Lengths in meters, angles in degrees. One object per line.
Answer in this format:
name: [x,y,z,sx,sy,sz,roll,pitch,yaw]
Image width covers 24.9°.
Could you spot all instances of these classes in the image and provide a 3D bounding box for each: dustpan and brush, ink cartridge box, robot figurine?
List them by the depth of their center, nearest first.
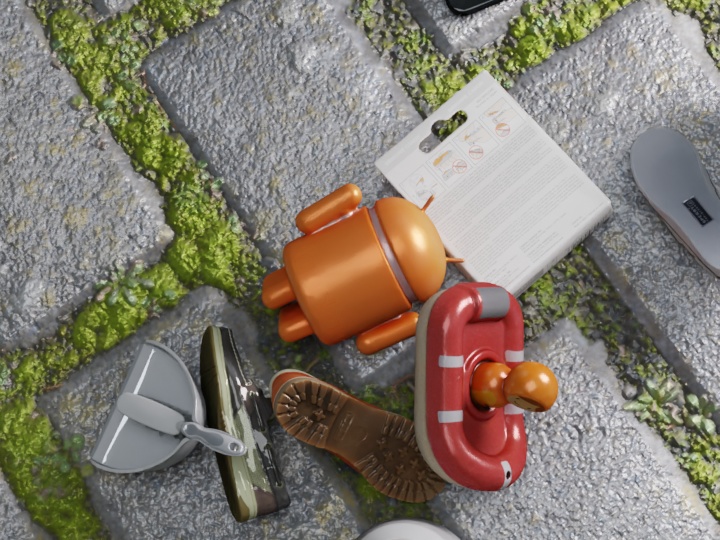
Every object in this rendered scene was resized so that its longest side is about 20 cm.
dustpan and brush: [-0.182,0.152,1.613,0.199,0.057,0.140,18,79,30]
robot figurine: [0.001,0.001,1.639,0.199,0.117,0.144,-26,67,5]
ink cartridge box: [0.137,-0.083,1.691,0.161,0.050,0.200,-40,72,-5]

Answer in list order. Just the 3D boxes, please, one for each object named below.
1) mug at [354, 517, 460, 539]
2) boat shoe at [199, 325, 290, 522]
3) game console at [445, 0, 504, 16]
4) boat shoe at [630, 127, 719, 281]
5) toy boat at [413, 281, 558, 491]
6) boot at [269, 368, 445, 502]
mug: [0.056,0.313,1.539,0.186,0.153,0.150,39,81,12]
boat shoe: [-0.116,0.151,1.642,0.066,0.072,0.202,-6,70,-19]
game console: [0.140,-0.401,1.732,0.170,0.118,0.201,-22,75,-1]
boat shoe: [0.336,-0.059,1.657,0.073,0.065,0.200,-26,54,5]
toy boat: [0.132,0.113,1.572,0.130,0.130,0.201,3,94,43]
boot: [-0.004,0.158,1.625,0.200,0.107,0.075,33,88,-16]
